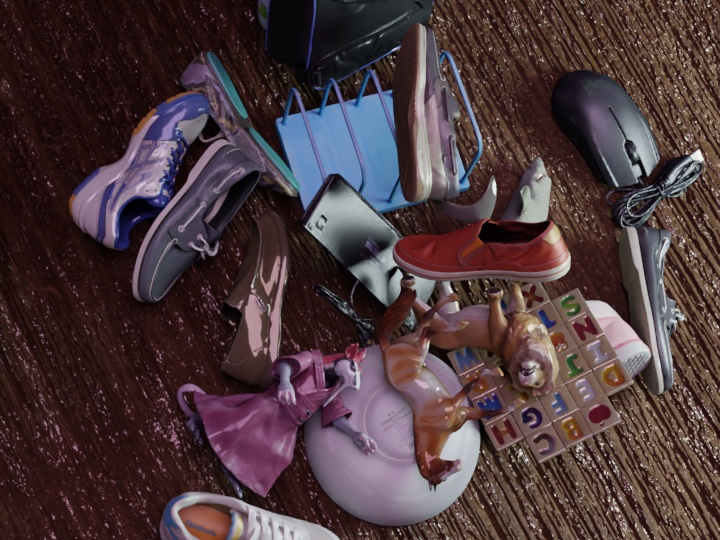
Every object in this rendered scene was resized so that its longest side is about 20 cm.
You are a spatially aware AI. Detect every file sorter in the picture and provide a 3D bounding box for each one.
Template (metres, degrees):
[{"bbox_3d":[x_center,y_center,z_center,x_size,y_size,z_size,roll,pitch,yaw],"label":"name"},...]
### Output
[{"bbox_3d":[0.021,-0.152,1.755,0.197,0.123,0.140,-15,74,-13],"label":"file sorter"}]

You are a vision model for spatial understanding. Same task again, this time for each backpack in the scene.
[{"bbox_3d":[-0.017,-0.332,1.777,0.199,0.185,0.147,-27,52,-30],"label":"backpack"}]

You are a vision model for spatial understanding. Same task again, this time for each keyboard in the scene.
[{"bbox_3d":[0.000,0.000,1.698,0.200,0.020,0.128,44,66,-33],"label":"keyboard"}]

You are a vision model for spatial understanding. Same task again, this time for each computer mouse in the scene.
[{"bbox_3d":[0.308,-0.163,1.842,0.138,0.053,0.201,-35,80,-17],"label":"computer mouse"}]

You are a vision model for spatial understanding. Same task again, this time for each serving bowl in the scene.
[{"bbox_3d":[0.039,0.171,1.681,0.197,0.066,0.203,3,72,-9],"label":"serving bowl"}]

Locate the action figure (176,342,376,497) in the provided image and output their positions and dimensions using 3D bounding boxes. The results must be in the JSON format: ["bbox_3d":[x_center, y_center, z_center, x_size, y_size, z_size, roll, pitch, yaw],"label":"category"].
[{"bbox_3d":[-0.074,0.142,1.634,0.199,0.149,0.134,-39,124,-5],"label":"action figure"}]

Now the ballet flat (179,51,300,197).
[{"bbox_3d":[-0.144,-0.152,1.766,0.072,0.072,0.201,-30,79,-17],"label":"ballet flat"}]

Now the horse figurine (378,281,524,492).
[{"bbox_3d":[0.077,0.112,1.632,0.132,0.050,0.201,-34,85,15],"label":"horse figurine"}]

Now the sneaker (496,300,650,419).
[{"bbox_3d":[0.215,0.105,1.734,0.198,0.076,0.105,-28,60,-6],"label":"sneaker"}]

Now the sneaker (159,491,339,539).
[{"bbox_3d":[-0.111,0.282,1.612,0.197,0.081,0.078,13,69,-6],"label":"sneaker"}]

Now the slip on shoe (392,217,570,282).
[{"bbox_3d":[0.126,-0.027,1.651,0.197,0.062,0.074,2,32,27],"label":"slip on shoe"}]

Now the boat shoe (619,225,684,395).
[{"bbox_3d":[0.342,0.042,1.771,0.062,0.073,0.203,-3,68,-7],"label":"boat shoe"}]

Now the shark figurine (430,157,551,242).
[{"bbox_3d":[0.151,-0.049,1.755,0.088,0.214,0.130,-4,99,30],"label":"shark figurine"}]

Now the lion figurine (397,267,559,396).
[{"bbox_3d":[0.126,0.062,1.683,0.198,0.124,0.072,15,37,39],"label":"lion figurine"}]

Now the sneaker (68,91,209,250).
[{"bbox_3d":[-0.225,-0.105,1.710,0.088,0.075,0.200,40,85,27],"label":"sneaker"}]

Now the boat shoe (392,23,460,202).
[{"bbox_3d":[0.075,-0.167,1.670,0.064,0.072,0.203,6,68,-20],"label":"boat shoe"}]

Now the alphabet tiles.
[{"bbox_3d":[0.194,0.106,1.688,0.165,0.006,0.201,-25,57,-3],"label":"alphabet tiles"}]

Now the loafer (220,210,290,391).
[{"bbox_3d":[-0.117,0.029,1.697,0.066,0.076,0.203,6,71,-14],"label":"loafer"}]

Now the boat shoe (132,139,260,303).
[{"bbox_3d":[-0.179,-0.046,1.695,0.061,0.073,0.201,28,82,22],"label":"boat shoe"}]
